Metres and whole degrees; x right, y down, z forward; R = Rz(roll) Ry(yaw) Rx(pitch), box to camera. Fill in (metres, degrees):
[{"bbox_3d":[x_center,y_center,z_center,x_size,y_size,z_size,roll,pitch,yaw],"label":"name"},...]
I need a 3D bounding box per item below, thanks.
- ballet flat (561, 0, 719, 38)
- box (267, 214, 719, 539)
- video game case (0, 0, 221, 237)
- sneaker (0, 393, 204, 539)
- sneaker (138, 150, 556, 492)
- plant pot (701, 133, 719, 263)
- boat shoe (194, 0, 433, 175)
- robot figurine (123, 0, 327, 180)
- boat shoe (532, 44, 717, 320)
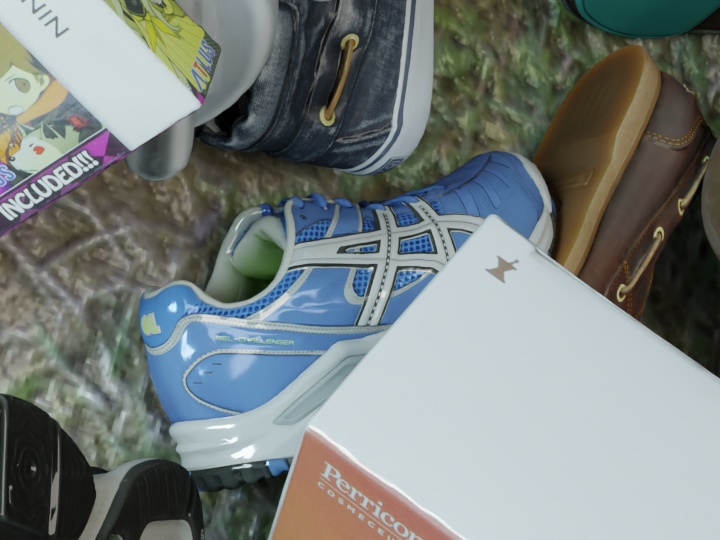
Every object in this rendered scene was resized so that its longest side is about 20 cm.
[{"bbox_3d":[0.153,-0.134,1.058,0.199,0.067,0.064,3,56,-39],"label":"ballet flat"},{"bbox_3d":[0.054,0.107,0.828,0.152,0.200,0.106,36,58,12],"label":"box"},{"bbox_3d":[-0.172,-0.070,0.706,0.181,0.200,0.036,47,30,-25],"label":"video game case"},{"bbox_3d":[-0.134,0.085,0.749,0.200,0.115,0.076,32,56,-68],"label":"sneaker"},{"bbox_3d":[0.000,0.000,0.904,0.200,0.076,0.077,-38,106,-39],"label":"sneaker"},{"bbox_3d":[0.234,-0.009,1.004,0.174,0.200,0.201,36,65,-34],"label":"plant pot"},{"bbox_3d":[-0.019,-0.138,0.900,0.091,0.071,0.201,4,83,-47],"label":"boat shoe"},{"bbox_3d":[-0.083,-0.123,0.807,0.169,0.113,0.201,6,50,-7],"label":"robot figurine"},{"bbox_3d":[0.089,0.001,0.977,0.070,0.070,0.200,47,60,-23],"label":"boat shoe"}]
